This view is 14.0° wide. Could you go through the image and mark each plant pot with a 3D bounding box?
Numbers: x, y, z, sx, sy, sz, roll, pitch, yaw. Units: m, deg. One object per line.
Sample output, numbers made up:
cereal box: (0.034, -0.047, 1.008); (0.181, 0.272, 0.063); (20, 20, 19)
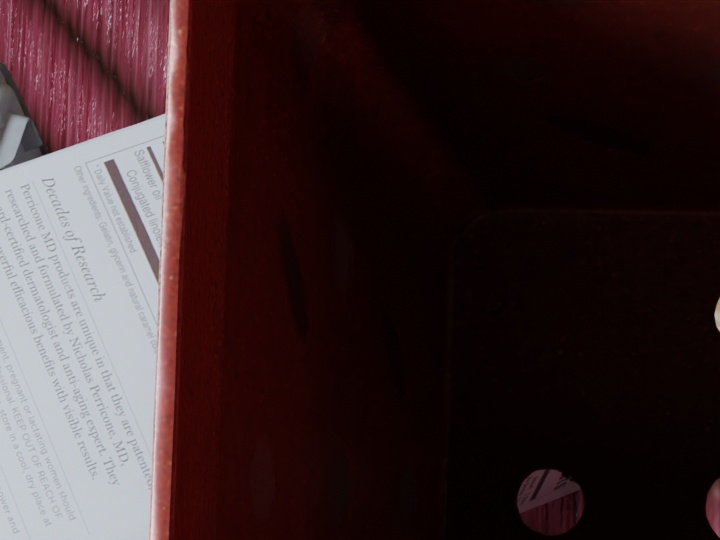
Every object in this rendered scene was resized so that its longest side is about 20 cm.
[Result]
plant pot: (0.073, 0.037, 0.547); (0.176, 0.199, 0.200); (54, -142, -81)

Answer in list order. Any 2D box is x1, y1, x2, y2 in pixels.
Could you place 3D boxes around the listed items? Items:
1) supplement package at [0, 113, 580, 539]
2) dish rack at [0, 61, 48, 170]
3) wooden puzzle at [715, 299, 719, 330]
supplement package: (-0.038, 0.027, 0.782); (0.114, 0.200, 0.110); (107, 140, -66)
dish rack: (-0.140, 0.024, 1.058); (0.200, 0.043, 0.172); (74, -150, -65)
wooden puzzle: (0.084, -0.071, 0.771); (0.185, 0.037, 0.200); (-139, 57, -64)
